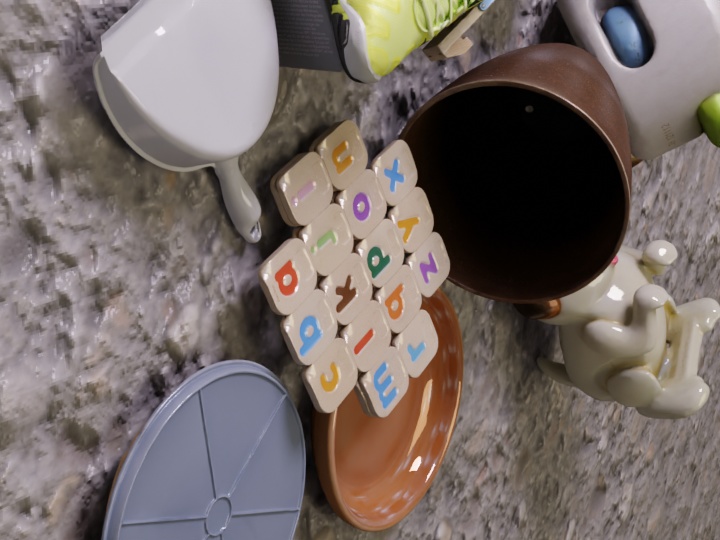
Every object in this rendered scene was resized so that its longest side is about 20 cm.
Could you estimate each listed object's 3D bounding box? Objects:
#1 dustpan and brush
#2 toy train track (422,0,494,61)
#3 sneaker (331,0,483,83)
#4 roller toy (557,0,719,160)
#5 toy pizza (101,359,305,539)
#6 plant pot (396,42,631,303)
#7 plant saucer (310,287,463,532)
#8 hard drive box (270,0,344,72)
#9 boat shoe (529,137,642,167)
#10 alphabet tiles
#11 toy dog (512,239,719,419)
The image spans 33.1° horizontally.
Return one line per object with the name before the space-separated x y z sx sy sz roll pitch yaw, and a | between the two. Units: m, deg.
dustpan and brush | -0.088 -0.092 0.734 0.140 0.057 0.201 -53 133 -33
toy train track | 0.119 -0.205 0.818 0.200 0.115 0.033 -47 109 -15
sneaker | 0.050 -0.188 0.746 0.201 0.076 0.076 -55 142 -32
roller toy | 0.267 -0.204 1.124 0.183 0.139 0.200 58 15 -24
toy pizza | -0.103 0.155 0.790 0.200 0.031 0.202 -26 121 -52
plant pot | 0.143 -0.106 0.987 0.200 0.185 0.188 -56 143 -52
plant saucer | 0.019 0.104 0.963 0.200 0.037 0.202 -24 120 -52
hard drive box | -0.023 -0.251 0.755 0.156 0.076 0.201 -50 138 -39
boat shoe | 0.206 -0.125 1.176 0.199 0.072 0.073 -11 78 -48
alphabet tiles | 0.000 0.000 0.870 0.196 0.014 0.201 -47 125 -44
toy dog | 0.228 0.030 1.170 0.200 0.193 0.140 45 57 -27
